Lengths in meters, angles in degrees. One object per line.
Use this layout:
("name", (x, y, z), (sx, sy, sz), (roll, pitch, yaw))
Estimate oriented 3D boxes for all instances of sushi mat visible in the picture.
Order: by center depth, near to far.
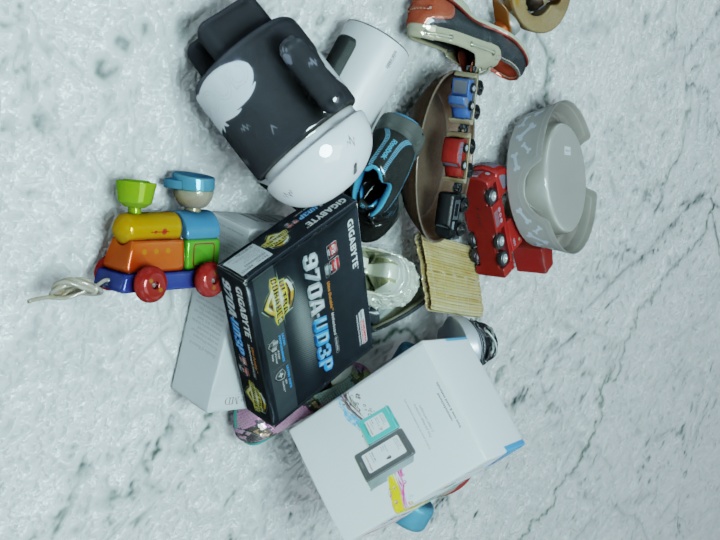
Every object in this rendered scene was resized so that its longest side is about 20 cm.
("sushi mat", (0.115, 0.008, 1.365), (0.199, 0.012, 0.097), (11, 69, -65))

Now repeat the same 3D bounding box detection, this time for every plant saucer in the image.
("plant saucer", (0.088, -0.135, 1.278), (0.200, 0.036, 0.204), (9, 90, -67))

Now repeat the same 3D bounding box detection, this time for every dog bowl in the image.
("dog bowl", (0.255, -0.123, 1.441), (0.199, 0.058, 0.203), (5, 85, -58))

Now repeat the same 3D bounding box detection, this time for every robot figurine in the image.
("robot figurine", (-0.074, -0.157, 1.023), (0.124, 0.201, 0.150), (-38, -178, 12))

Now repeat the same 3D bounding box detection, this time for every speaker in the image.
("speaker", (-0.028, -0.157, 1.143), (0.081, 0.081, 0.202), (32, 85, -49))

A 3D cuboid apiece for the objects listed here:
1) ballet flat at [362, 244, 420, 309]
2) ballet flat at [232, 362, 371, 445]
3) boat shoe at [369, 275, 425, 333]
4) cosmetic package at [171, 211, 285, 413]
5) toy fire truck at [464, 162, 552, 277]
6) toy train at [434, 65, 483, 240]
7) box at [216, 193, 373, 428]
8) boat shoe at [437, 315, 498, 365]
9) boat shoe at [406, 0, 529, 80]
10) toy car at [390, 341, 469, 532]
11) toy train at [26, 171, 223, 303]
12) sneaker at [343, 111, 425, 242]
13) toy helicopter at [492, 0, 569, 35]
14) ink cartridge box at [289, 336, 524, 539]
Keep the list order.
("ballet flat", (0.000, 0.000, 1.222), (0.198, 0.072, 0.073), (15, 98, -33))
("ballet flat", (-0.065, 0.134, 1.261), (0.198, 0.069, 0.072), (-23, 121, -34))
("boat shoe", (0.004, 0.042, 1.291), (0.199, 0.060, 0.077), (-29, 128, -35))
("cosmetic package", (-0.124, 0.043, 1.145), (0.101, 0.074, 0.203), (0, 108, -47))
("toy fire truck", (0.198, -0.065, 1.450), (0.141, 0.048, 0.202), (-43, 128, -42))
("toy train", (0.111, -0.135, 1.250), (0.046, 0.034, 0.203), (-7, 106, -54))
("box", (-0.062, 0.040, 1.112), (0.158, 0.046, 0.202), (-36, 137, -33))
("boat shoe", (0.144, 0.094, 1.380), (0.067, 0.200, 0.073), (-8, 82, -4))
("boat shoe", (0.126, -0.263, 1.262), (0.199, 0.071, 0.064), (23, 76, -44))
("toy car", (0.096, 0.213, 1.407), (0.186, 0.176, 0.199), (-60, 153, 10))
("toy train", (-0.216, -0.033, 1.007), (0.198, 0.084, 0.118), (-4, 101, -46))
("sneaker", (0.009, -0.086, 1.178), (0.082, 0.073, 0.201), (-58, 171, -33))
("toy helicopter", (0.178, -0.345, 1.300), (0.198, 0.079, 0.134), (18, 104, -39))
("ink cartridge box", (0.053, 0.190, 1.232), (0.199, 0.147, 0.146), (-35, 165, 21))
